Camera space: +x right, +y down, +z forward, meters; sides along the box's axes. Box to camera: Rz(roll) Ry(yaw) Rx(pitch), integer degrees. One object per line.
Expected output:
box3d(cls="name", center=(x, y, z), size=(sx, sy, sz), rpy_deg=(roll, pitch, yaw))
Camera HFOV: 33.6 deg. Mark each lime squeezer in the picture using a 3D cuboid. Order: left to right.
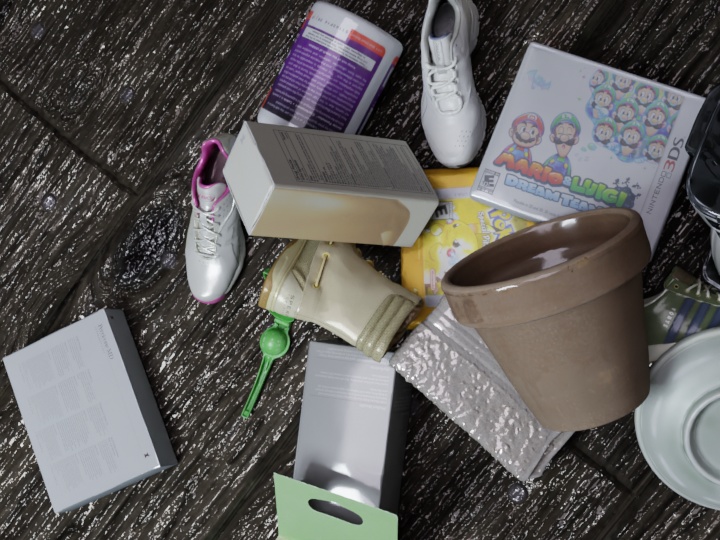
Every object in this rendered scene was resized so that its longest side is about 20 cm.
box3d(cls="lime squeezer", center=(-0.098, 0.074, 1.342), size=(0.038, 0.071, 0.200), rpy_deg=(14, 121, 3))

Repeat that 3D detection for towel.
box3d(cls="towel", center=(0.141, 0.111, 1.234), size=(0.200, 0.034, 0.133), rpy_deg=(41, 84, -1))

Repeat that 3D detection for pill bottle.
box3d(cls="pill bottle", center=(-0.045, -0.185, 1.316), size=(0.111, 0.111, 0.200), rpy_deg=(29, 95, 18))

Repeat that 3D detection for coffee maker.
box3d(cls="coffee maker", center=(0.372, -0.089, 1.101), size=(0.134, 0.200, 0.193), rpy_deg=(-6, 64, 20))

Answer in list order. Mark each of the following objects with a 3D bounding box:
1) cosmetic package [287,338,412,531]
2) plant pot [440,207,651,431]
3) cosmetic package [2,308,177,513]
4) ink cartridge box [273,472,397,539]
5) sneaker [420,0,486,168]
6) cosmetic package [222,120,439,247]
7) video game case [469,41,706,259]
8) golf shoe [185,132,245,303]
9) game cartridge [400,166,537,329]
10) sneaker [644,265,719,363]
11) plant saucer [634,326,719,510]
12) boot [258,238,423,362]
box3d(cls="cosmetic package", center=(-0.008, 0.179, 1.292), size=(0.107, 0.090, 0.201), rpy_deg=(8, 91, 18))
box3d(cls="plant pot", center=(0.198, 0.055, 1.146), size=(0.200, 0.200, 0.175), rpy_deg=(-17, 101, 16))
box3d(cls="cosmetic package", center=(-0.321, 0.166, 1.412), size=(0.151, 0.052, 0.200), rpy_deg=(-25, 79, 17))
box3d(cls="ink cartridge box", center=(-0.032, 0.314, 1.248), size=(0.145, 0.048, 0.200), rpy_deg=(15, 134, 19))
box3d(cls="sneaker", center=(0.090, -0.211, 1.286), size=(0.074, 0.087, 0.201), rpy_deg=(-6, 84, 17))
box3d(cls="cosmetic package", center=(-0.031, -0.087, 1.235), size=(0.071, 0.200, 0.105), rpy_deg=(-60, 40, 36))
box3d(cls="video game case", center=(0.238, -0.126, 1.242), size=(0.200, 0.024, 0.182), rpy_deg=(21, 83, 13))
box3d(cls="golf shoe", center=(-0.171, -0.062, 1.360), size=(0.075, 0.092, 0.201), rpy_deg=(9, 90, 17))
box3d(cls="game cartridge", center=(0.142, -0.026, 1.285), size=(0.200, 0.032, 0.177), rpy_deg=(-2, 85, 19))
box3d(cls="sneaker", center=(0.336, 0.037, 1.195), size=(0.200, 0.067, 0.090), rpy_deg=(-14, 87, 20))
box3d(cls="plant saucer", center=(0.366, 0.153, 1.150), size=(0.200, 0.050, 0.201), rpy_deg=(4, 109, 13))
box3d(cls="boot", center=(0.000, 0.000, 1.274), size=(0.155, 0.200, 0.073), rpy_deg=(26, 134, 7))
